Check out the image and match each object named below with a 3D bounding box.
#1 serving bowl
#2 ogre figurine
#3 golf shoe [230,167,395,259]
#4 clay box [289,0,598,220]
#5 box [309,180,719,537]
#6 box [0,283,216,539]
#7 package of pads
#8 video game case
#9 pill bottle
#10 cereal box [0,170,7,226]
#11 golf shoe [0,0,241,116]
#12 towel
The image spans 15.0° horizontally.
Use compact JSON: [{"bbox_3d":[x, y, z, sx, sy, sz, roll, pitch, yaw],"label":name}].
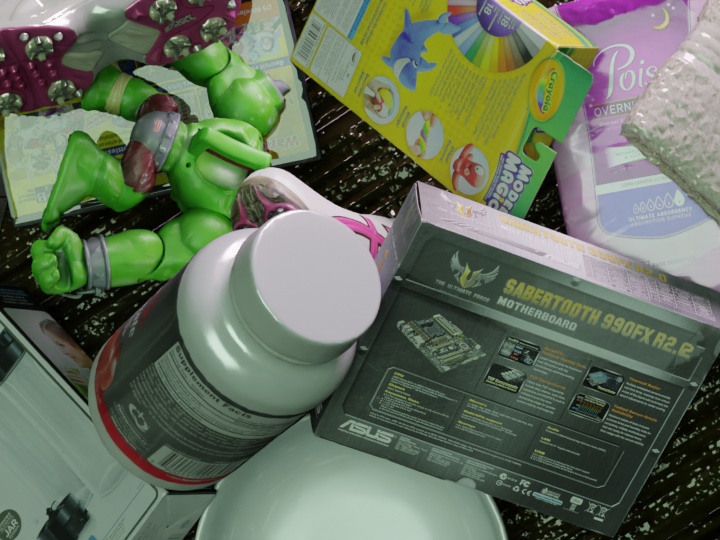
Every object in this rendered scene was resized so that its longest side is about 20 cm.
[{"bbox_3d":[0.000,0.183,1.687,0.199,0.066,0.201,0,91,12],"label":"serving bowl"},{"bbox_3d":[-0.118,-0.067,1.650,0.120,0.200,0.098,19,139,-5],"label":"ogre figurine"},{"bbox_3d":[0.000,0.000,1.645,0.072,0.092,0.200,-21,125,40],"label":"golf shoe"},{"bbox_3d":[0.057,-0.122,1.635,0.200,0.048,0.115,40,117,29],"label":"clay box"},{"bbox_3d":[0.091,0.054,1.593,0.199,0.048,0.159,19,117,-13],"label":"box"},{"bbox_3d":[-0.197,0.114,1.700,0.200,0.060,0.117,46,107,24],"label":"box"},{"bbox_3d":[0.177,-0.068,1.643,0.120,0.076,0.201,-9,89,9],"label":"package of pads"},{"bbox_3d":[-0.140,-0.136,1.713,0.199,0.026,0.181,-13,93,2],"label":"video game case"},{"bbox_3d":[-0.070,0.043,1.568,0.111,0.111,0.200,58,142,6],"label":"pill bottle"},{"bbox_3d":[-0.288,-0.098,1.757,0.143,0.040,0.201,16,94,8],"label":"cereal box"},{"bbox_3d":[-0.174,-0.153,1.618,0.199,0.075,0.092,-18,54,-13],"label":"golf shoe"},{"bbox_3d":[0.255,-0.067,1.596,0.200,0.034,0.133,40,72,-13],"label":"towel"}]
